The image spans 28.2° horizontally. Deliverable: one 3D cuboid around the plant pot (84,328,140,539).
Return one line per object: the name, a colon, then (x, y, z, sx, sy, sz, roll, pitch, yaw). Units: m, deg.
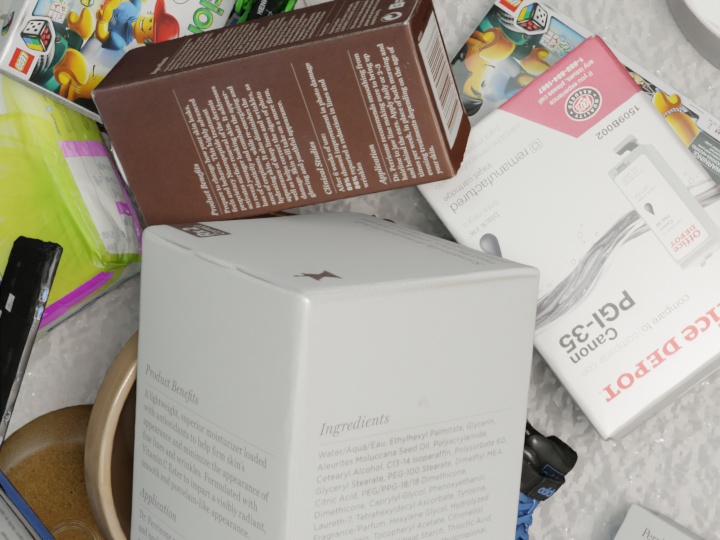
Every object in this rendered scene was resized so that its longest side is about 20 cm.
plant pot: (-0.096, 0.101, 0.915, 0.093, 0.200, 0.202, 16, 85, 52)

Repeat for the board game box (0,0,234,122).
board game box: (-0.143, -0.196, 0.934, 0.126, 0.035, 0.201, 25, 88, -30)

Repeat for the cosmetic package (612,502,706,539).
cosmetic package: (0.208, 0.250, 0.830, 0.200, 0.052, 0.151, 30, 94, 41)

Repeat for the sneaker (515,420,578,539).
sneaker: (0.091, 0.158, 0.897, 0.111, 0.077, 0.201, -27, 71, 17)

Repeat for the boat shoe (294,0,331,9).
boat shoe: (-0.024, -0.178, 0.925, 0.065, 0.074, 0.200, -13, 124, 35)

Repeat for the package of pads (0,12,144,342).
package of pads: (-0.243, -0.057, 0.986, 0.154, 0.068, 0.201, -31, 78, 24)

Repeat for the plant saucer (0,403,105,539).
plant saucer: (-0.191, 0.191, 0.975, 0.199, 0.035, 0.201, -2, 82, 12)

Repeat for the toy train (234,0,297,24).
toy train: (-0.073, -0.130, 0.903, 0.042, 0.056, 0.200, 24, 124, -3)

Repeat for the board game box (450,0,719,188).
board game box: (0.142, -0.084, 0.942, 0.200, 0.035, 0.126, 37, 92, 14)

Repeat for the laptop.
laptop: (-0.180, 0.090, 0.862, 0.103, 0.177, 0.201, 18, 86, -20)

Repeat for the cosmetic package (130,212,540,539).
cosmetic package: (-0.019, 0.082, 0.804, 0.165, 0.164, 0.201, 20, 110, 50)

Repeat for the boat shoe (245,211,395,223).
boat shoe: (0.000, 0.000, 0.949, 0.199, 0.072, 0.068, 20, 57, 9)

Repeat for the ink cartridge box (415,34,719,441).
ink cartridge box: (0.149, -0.017, 0.872, 0.146, 0.083, 0.200, -37, 77, 5)

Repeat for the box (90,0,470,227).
box: (-0.044, -0.093, 0.841, 0.199, 0.075, 0.100, -10, 118, 18)

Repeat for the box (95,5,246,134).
box: (-0.100, -0.184, 1.005, 0.136, 0.038, 0.201, 10, 85, 13)

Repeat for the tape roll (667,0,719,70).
tape roll: (0.291, -0.214, 0.911, 0.201, 0.071, 0.203, -2, 82, 11)

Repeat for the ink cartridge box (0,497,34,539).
ink cartridge box: (-0.234, 0.194, 0.876, 0.043, 0.174, 0.200, -25, 56, -32)
